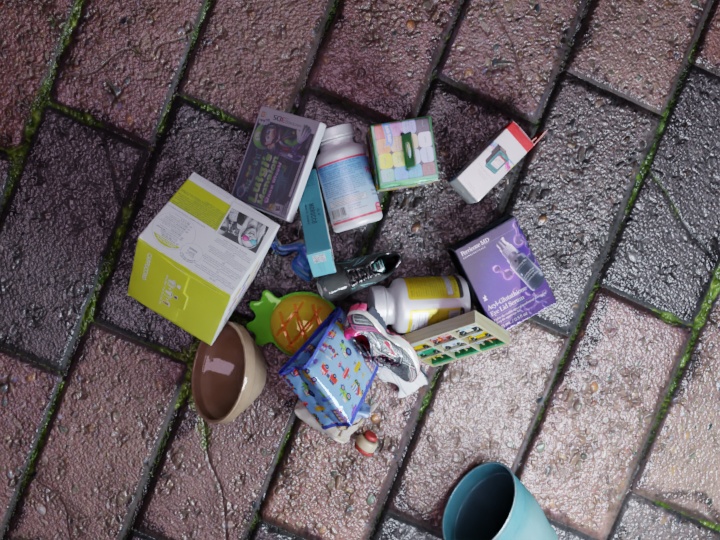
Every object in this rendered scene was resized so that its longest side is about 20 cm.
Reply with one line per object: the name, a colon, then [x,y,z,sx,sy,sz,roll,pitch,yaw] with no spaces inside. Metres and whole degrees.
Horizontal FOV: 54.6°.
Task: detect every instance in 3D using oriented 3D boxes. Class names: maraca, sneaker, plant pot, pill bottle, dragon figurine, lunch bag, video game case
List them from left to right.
plant pot: [-0.256,0.211,1.425,0.092,0.199,0.205,17,94,-42]
video game case: [-0.170,-0.218,1.405,0.180,0.023,0.204,22,94,37]
maraca: [-0.136,0.109,1.435,0.195,0.107,0.141,10,95,-2]
dragon figurine: [-0.108,-0.013,1.453,0.099,0.059,0.201,-41,93,1]
lunch bag: [-0.040,0.181,1.366,0.152,0.093,0.201,54,48,-17]
pill bottle: [-0.030,-0.188,1.420,0.106,0.109,0.205,-16,94,0]
sneaker: [0.000,0.000,1.406,0.197,0.079,0.077,-24,89,-33]
sneaker: [0.038,0.157,1.373,0.200,0.075,0.080,44,135,-19]
sneaker: [0.056,0.184,1.465,0.087,0.075,0.201,-40,93,7]
pill bottle: [0.117,0.070,1.425,0.195,0.111,0.114,-2,94,-11]
plant pot: [0.302,0.535,1.440,0.187,0.200,0.201,40,92,-19]

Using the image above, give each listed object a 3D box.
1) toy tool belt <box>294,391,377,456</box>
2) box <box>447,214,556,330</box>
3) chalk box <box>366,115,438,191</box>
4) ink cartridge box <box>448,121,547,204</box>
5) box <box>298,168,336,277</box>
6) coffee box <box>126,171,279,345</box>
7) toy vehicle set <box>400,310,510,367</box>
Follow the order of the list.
toy tool belt: [-0.030,0.285,1.443,0.198,0.125,0.124,31,101,-4]
box: [0.289,0.009,1.442,0.146,0.104,0.203,-29,94,1]
chalk box: [0.081,-0.227,1.374,0.121,0.200,0.128,-8,94,-1]
ink cartridge box: [0.278,-0.231,1.422,0.200,0.116,0.067,-45,93,1]
box: [-0.091,-0.096,1.389,0.048,0.083,0.204,-12,58,0]
coffee box: [-0.305,-0.020,1.341,0.198,0.200,0.200,31,51,-3]
toy vehicle set: [0.185,0.140,1.396,0.123,0.198,0.027,28,52,-37]
